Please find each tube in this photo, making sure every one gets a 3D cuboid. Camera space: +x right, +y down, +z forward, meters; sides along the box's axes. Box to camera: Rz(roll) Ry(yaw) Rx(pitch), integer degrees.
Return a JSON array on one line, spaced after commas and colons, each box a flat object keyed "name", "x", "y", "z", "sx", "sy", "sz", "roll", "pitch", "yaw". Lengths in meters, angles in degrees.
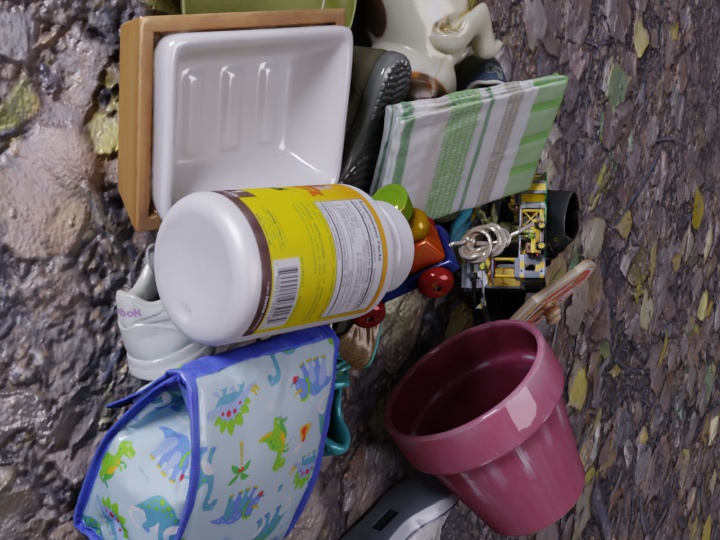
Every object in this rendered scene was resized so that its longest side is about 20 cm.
[{"name": "tube", "x": 0.140, "y": -0.113, "z": 1.178, "sx": 0.078, "sy": 0.050, "sz": 0.201, "roll": 72, "pitch": 40, "yaw": -67}]

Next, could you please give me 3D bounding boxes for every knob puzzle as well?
[{"name": "knob puzzle", "x": 0.226, "y": 0.055, "z": 1.215, "sx": 0.219, "sy": 0.031, "sz": 0.220, "roll": -38, "pitch": 166, "yaw": -11}]

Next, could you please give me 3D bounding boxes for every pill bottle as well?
[{"name": "pill bottle", "x": -0.049, "y": -0.010, "z": 0.754, "sx": 0.199, "sy": 0.109, "sz": 0.110, "roll": -8, "pitch": 104, "yaw": -48}]

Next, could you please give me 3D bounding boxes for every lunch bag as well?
[{"name": "lunch bag", "x": -0.111, "y": 0.136, "z": 0.777, "sx": 0.170, "sy": 0.127, "sz": 0.201, "roll": -16, "pitch": 140, "yaw": -52}]

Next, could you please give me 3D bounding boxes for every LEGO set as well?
[{"name": "LEGO set", "x": 0.155, "y": -0.039, "z": 1.137, "sx": 0.200, "sy": 0.115, "sz": 0.155, "roll": -15, "pitch": 106, "yaw": -79}]

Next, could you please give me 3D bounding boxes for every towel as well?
[{"name": "towel", "x": 0.100, "y": -0.116, "z": 0.955, "sx": 0.199, "sy": 0.031, "sz": 0.150, "roll": -17, "pitch": 142, "yaw": -28}]

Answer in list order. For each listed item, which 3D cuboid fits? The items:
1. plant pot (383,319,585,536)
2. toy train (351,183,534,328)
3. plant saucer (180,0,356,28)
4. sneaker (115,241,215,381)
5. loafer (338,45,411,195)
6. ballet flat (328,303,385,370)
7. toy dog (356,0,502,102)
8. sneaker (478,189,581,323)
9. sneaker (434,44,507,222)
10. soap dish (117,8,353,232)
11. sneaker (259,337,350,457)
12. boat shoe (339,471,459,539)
[{"name": "plant pot", "x": 0.152, "y": 0.184, "z": 1.090, "sx": 0.200, "sy": 0.199, "sz": 0.180, "roll": -48, "pitch": 115, "yaw": -37}, {"name": "toy train", "x": 0.049, "y": -0.037, "z": 0.896, "sx": 0.116, "sy": 0.199, "sz": 0.085, "roll": 53, "pitch": 17, "yaw": -48}, {"name": "plant saucer", "x": -0.080, "y": -0.238, "z": 0.838, "sx": 0.199, "sy": 0.031, "sz": 0.201, "roll": -24, "pitch": 123, "yaw": -42}, {"name": "sneaker", "x": -0.120, "y": 0.003, "z": 0.817, "sx": 0.200, "sy": 0.074, "sz": 0.100, "roll": -44, "pitch": 132, "yaw": -40}, {"name": "loafer", "x": -0.018, "y": -0.119, "z": 0.921, "sx": 0.075, "sy": 0.069, "sz": 0.201, "roll": -13, "pitch": 132, "yaw": -58}, {"name": "ballet flat", "x": 0.000, "y": 0.000, "z": 1.006, "sx": 0.072, "sy": 0.068, "sz": 0.201, "roll": 22, "pitch": 82, "yaw": -33}, {"name": "toy dog", "x": 0.050, "y": -0.236, "z": 0.955, "sx": 0.193, "sy": 0.139, "sz": 0.202, "roll": -5, "pitch": 101, "yaw": -40}, {"name": "sneaker", "x": 0.215, "y": -0.009, "z": 1.252, "sx": 0.075, "sy": 0.106, "sz": 0.202, "roll": -9, "pitch": 106, "yaw": -53}, {"name": "sneaker", "x": 0.110, "y": -0.133, "z": 1.055, "sx": 0.067, "sy": 0.090, "sz": 0.201, "roll": 5, "pitch": 116, "yaw": -17}, {"name": "soap dish", "x": -0.100, "y": -0.126, "z": 0.777, "sx": 0.199, "sy": 0.081, "sz": 0.158, "roll": -16, "pitch": 121, "yaw": -43}, {"name": "sneaker", "x": -0.042, "y": 0.083, "z": 0.938, "sx": 0.077, "sy": 0.079, "sz": 0.202, "roll": -26, "pitch": 117, "yaw": -49}, {"name": "boat shoe", "x": 0.052, "y": 0.307, "z": 1.122, "sx": 0.202, "sy": 0.074, "sz": 0.087, "roll": -33, "pitch": 122, "yaw": -44}]
